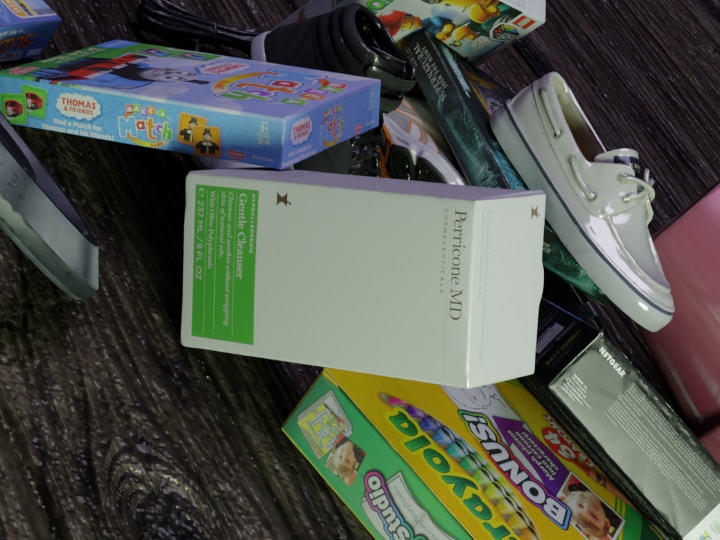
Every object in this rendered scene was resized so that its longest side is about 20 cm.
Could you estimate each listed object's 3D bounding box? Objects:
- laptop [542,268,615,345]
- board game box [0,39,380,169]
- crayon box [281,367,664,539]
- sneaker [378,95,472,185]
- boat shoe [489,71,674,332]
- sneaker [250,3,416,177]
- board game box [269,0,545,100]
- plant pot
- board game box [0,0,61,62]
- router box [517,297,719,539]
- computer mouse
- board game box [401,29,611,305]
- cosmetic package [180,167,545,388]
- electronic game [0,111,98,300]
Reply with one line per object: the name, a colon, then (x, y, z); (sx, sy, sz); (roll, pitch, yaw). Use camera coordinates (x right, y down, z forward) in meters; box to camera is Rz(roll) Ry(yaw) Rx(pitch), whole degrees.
laptop: (0.100, 0.021, 1.453); (0.200, 0.115, 0.188); (53, 7, -50)
board game box: (-0.106, -0.107, 1.248); (0.198, 0.037, 0.151); (11, 18, 20)
crayon box: (0.074, 0.133, 1.178); (0.200, 0.058, 0.172); (47, 27, 18)
sneaker: (0.050, -0.080, 1.419); (0.091, 0.076, 0.200); (-20, 52, -35)
boat shoe: (0.165, -0.052, 1.345); (0.071, 0.070, 0.201); (20, 34, -54)
sneaker: (-0.001, -0.091, 1.349); (0.070, 0.099, 0.202); (0, 67, -58)
board game box: (0.027, -0.178, 1.472); (0.125, 0.199, 0.035); (21, 58, -31)
plant pot: (0.284, 0.032, 1.431); (0.179, 0.200, 0.200); (50, 26, 3)
board game box: (-0.303, -0.209, 1.271); (0.200, 0.035, 0.135); (45, 27, 14)
router box: (0.173, 0.110, 1.242); (0.200, 0.051, 0.149); (48, -3, -15)
computer mouse: (-0.096, -0.130, 1.404); (0.109, 0.044, 0.201); (22, 30, -33)
board game box: (0.110, -0.076, 1.419); (0.135, 0.028, 0.201); (29, 27, -43)
cosmetic package: (0.000, 0.000, 1.132); (0.198, 0.109, 0.085); (5, 7, 34)
electronic game: (-0.209, -0.065, 1.073); (0.201, 0.042, 0.200); (52, -2, 3)
